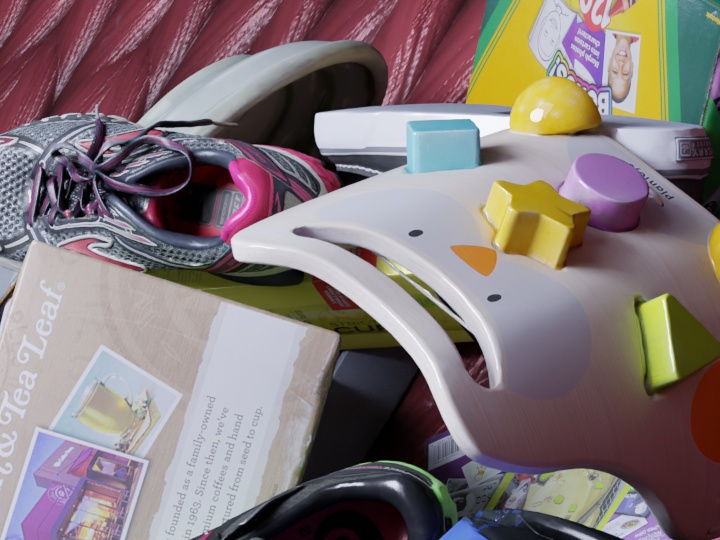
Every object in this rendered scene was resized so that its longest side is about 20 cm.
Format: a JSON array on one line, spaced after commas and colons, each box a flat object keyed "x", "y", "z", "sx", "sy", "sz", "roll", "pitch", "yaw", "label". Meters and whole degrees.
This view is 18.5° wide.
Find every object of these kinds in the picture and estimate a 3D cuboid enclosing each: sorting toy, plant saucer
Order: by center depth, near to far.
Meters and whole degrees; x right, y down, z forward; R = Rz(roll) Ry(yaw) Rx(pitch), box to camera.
[{"x": 0.048, "y": 0.011, "z": 0.793, "sx": 0.200, "sy": 0.180, "sz": 0.107, "roll": 40, "pitch": 119, "yaw": 25, "label": "sorting toy"}, {"x": -0.075, "y": -0.056, "z": 1.128, "sx": 0.200, "sy": 0.200, "sz": 0.050, "roll": -44, "pitch": 75, "yaw": 10, "label": "plant saucer"}]

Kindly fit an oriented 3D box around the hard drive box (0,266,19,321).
[{"x": -0.238, "y": 0.004, "z": 1.276, "sx": 0.156, "sy": 0.077, "sz": 0.200, "roll": -51, "pitch": 5, "yaw": 2, "label": "hard drive box"}]

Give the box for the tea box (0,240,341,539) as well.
[{"x": -0.101, "y": 0.111, "z": 0.936, "sx": 0.197, "sy": 0.133, "sz": 0.201, "roll": 112, "pitch": 174, "yaw": -83, "label": "tea box"}]

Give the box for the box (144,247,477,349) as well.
[{"x": 0.000, "y": 0.000, "z": 1.022, "sx": 0.199, "sy": 0.075, "sz": 0.050, "roll": -3, "pitch": 62, "yaw": 22, "label": "box"}]

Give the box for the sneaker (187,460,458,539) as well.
[{"x": -0.055, "y": 0.125, "z": 0.793, "sx": 0.200, "sy": 0.077, "sz": 0.084, "roll": -33, "pitch": -10, "yaw": -9, "label": "sneaker"}]

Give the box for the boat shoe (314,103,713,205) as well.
[{"x": 0.060, "y": -0.035, "z": 0.933, "sx": 0.199, "sy": 0.070, "sz": 0.067, "roll": 7, "pitch": 100, "yaw": 37, "label": "boat shoe"}]

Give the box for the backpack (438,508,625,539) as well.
[{"x": 0.083, "y": 0.176, "z": 0.742, "sx": 0.168, "sy": 0.162, "sz": 0.200, "roll": -56, "pitch": 35, "yaw": -2, "label": "backpack"}]

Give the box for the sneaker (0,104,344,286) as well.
[{"x": -0.107, "y": -0.037, "z": 0.991, "sx": 0.199, "sy": 0.075, "sz": 0.081, "roll": 1, "pitch": 84, "yaw": 26, "label": "sneaker"}]

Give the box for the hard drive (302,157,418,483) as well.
[{"x": -0.032, "y": 0.038, "z": 1.104, "sx": 0.135, "sy": 0.042, "sz": 0.200, "roll": 20, "pitch": 74, "yaw": 47, "label": "hard drive"}]

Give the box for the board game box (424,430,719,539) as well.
[{"x": 0.109, "y": 0.089, "z": 0.913, "sx": 0.200, "sy": 0.032, "sz": 0.120, "roll": -27, "pitch": 38, "yaw": 31, "label": "board game box"}]

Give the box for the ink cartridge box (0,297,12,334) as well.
[{"x": -0.154, "y": 0.109, "z": 1.141, "sx": 0.044, "sy": 0.094, "sz": 0.201, "roll": -25, "pitch": 42, "yaw": 33, "label": "ink cartridge box"}]

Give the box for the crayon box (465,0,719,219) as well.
[{"x": 0.122, "y": -0.088, "z": 0.988, "sx": 0.200, "sy": 0.058, "sz": 0.119, "roll": -134, "pitch": 50, "yaw": -56, "label": "crayon box"}]
